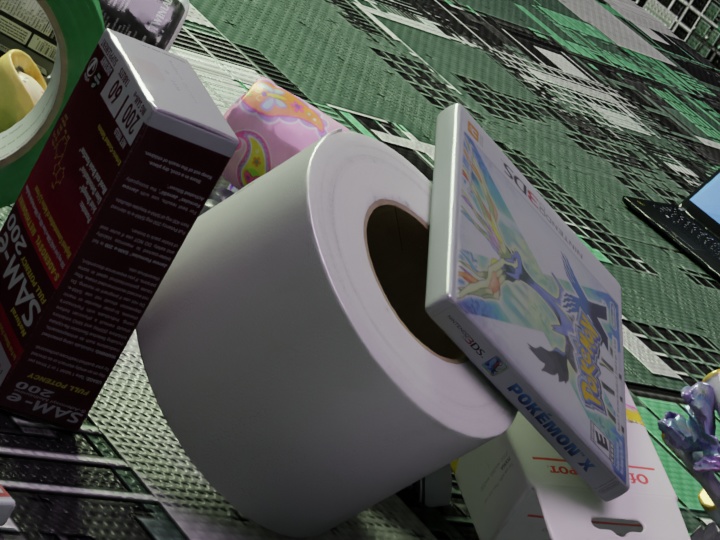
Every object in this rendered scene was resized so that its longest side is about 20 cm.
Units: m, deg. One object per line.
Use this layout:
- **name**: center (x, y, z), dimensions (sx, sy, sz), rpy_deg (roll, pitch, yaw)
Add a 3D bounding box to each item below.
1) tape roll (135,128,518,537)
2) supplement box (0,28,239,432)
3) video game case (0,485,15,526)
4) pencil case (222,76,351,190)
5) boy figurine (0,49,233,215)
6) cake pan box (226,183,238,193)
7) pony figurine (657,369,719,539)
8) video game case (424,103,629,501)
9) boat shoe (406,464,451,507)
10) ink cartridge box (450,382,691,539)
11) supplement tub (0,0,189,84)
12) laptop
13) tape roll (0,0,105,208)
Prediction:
- **tape roll**: center (-0.017, 0.038, 1.442), dimensions (0.203, 0.139, 0.204), rpy_deg (41, 32, -33)
- **supplement box**: center (-0.153, -0.023, 1.395), dimensions (0.061, 0.201, 0.109), rpy_deg (19, 20, -31)
- **video game case**: center (-0.282, 0.062, 1.252), dimensions (0.143, 0.018, 0.200), rpy_deg (9, 28, -51)
- **pencil case**: center (-0.016, -0.057, 1.773), dimensions (0.199, 0.088, 0.087), rpy_deg (33, 17, 2)
- **boy figurine**: center (-0.188, -0.083, 1.743), dimensions (0.199, 0.065, 0.124), rpy_deg (36, 20, 5)
- **cake pan box**: center (-0.012, 0.002, 1.834), dimensions (0.199, 0.052, 0.184), rpy_deg (29, 19, -9)
- **pony figurine**: center (0.274, 0.171, 1.688), dimensions (0.193, 0.166, 0.201), rpy_deg (56, 9, -50)
- **video game case**: center (0.104, 0.017, 1.497), dimensions (0.182, 0.022, 0.201), rpy_deg (46, 28, -27)
- **boat shoe**: center (0.011, 0.082, 1.628), dimensions (0.067, 0.072, 0.201), rpy_deg (-8, 45, -11)
- **ink cartridge box**: center (0.119, 0.115, 1.534), dimensions (0.116, 0.068, 0.201), rpy_deg (8, 42, -29)
- **supplement tub**: center (-0.243, -0.207, 1.891), dimensions (0.199, 0.123, 0.123), rpy_deg (29, 17, -8)
- **laptop**: center (0.415, -0.059, 2.651), dimensions (0.177, 0.104, 0.199), rpy_deg (41, 19, 30)
- **tape roll**: center (-0.258, -0.135, 1.530), dimensions (0.199, 0.201, 0.048), rpy_deg (25, 18, -19)
